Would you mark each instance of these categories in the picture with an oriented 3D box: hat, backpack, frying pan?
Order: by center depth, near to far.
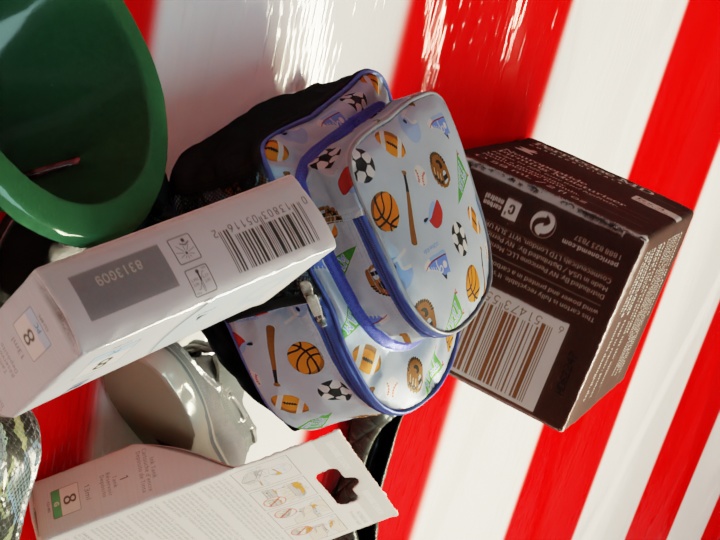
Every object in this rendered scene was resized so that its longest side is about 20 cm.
[{"bbox_3d":[-0.211,-0.059,0.624,0.167,0.175,0.200,66,24,-7],"label":"hat"},{"bbox_3d":[-0.166,-0.032,0.721,0.115,0.031,0.191,-45,147,-30],"label":"frying pan"},{"bbox_3d":[-0.007,-0.008,0.809,0.200,0.153,0.192,-39,119,-50],"label":"backpack"}]

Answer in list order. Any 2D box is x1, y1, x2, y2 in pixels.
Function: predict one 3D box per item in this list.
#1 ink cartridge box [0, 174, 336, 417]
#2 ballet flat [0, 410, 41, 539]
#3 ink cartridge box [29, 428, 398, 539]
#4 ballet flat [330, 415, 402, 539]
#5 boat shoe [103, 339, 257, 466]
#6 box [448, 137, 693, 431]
[{"bbox_3d":[-0.126,0.036,0.680,0.160,0.047,0.200,-26,170,-44],"label":"ink cartridge box"},{"bbox_3d":[-0.218,0.161,0.787,0.074,0.074,0.201,-19,134,-51],"label":"ballet flat"},{"bbox_3d":[-0.091,0.150,0.896,0.199,0.050,0.161,-23,148,4],"label":"ink cartridge box"},{"bbox_3d":[0.016,0.161,1.183,0.066,0.057,0.201,-19,132,-52],"label":"ballet flat"},{"bbox_3d":[-0.111,0.082,0.898,0.072,0.070,0.201,-59,158,-25],"label":"boat shoe"},{"bbox_3d":[0.147,0.002,1.104,0.200,0.165,0.165,-20,133,-65],"label":"box"}]
